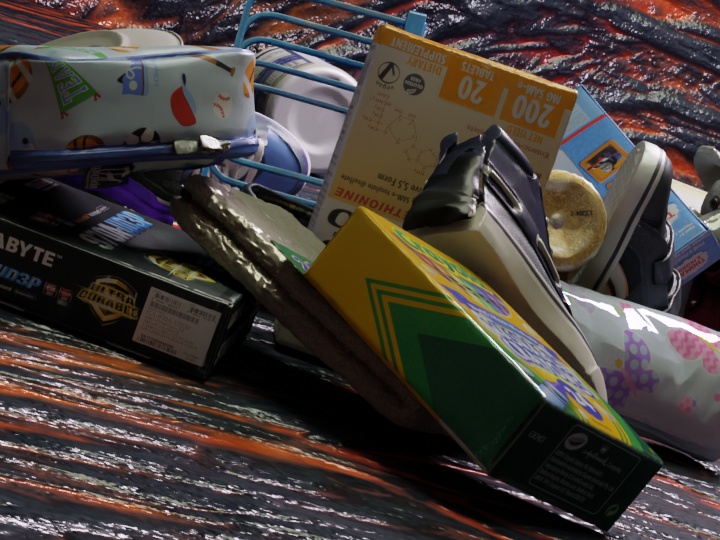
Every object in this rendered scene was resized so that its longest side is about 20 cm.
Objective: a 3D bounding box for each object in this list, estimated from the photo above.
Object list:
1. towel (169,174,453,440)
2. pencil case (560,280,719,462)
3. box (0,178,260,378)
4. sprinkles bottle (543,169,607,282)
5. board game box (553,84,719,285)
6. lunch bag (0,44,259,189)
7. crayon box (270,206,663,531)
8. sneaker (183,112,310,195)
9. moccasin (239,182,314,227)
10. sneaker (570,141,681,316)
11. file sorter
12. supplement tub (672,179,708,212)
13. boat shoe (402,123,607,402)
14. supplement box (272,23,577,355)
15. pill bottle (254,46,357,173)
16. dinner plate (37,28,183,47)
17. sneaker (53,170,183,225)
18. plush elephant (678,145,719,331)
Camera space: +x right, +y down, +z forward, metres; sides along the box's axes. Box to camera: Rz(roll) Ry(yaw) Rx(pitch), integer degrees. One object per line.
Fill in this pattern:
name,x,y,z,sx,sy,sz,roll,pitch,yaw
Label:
towel,-0.015,0.025,1.438,0.200,0.035,0.132,43,10,22
pencil case,0.159,0.061,1.660,0.199,0.083,0.091,16,44,-30
box,-0.138,0.000,1.453,0.158,0.046,0.200,21,7,3
sprinkles bottle,0.109,-0.006,1.735,0.068,0.069,0.200,19,-17,-4
board game box,0.150,-0.032,1.894,0.037,0.151,0.200,54,1,-42
lunch bag,-0.152,-0.086,1.444,0.160,0.076,0.200,-5,5,-39
crayon box,0.054,0.041,1.360,0.200,0.052,0.126,45,10,37
sneaker,-0.130,-0.090,2.086,0.199,0.081,0.147,22,15,-12
moccasin,0.000,0.000,1.687,0.199,0.068,0.081,15,32,-23
sneaker,0.181,0.005,1.740,0.079,0.201,0.079,21,38,-1
file sorter,-0.041,-0.093,1.805,0.122,0.139,0.200,15,-18,-3
supplement tub,0.260,0.006,2.123,0.199,0.146,0.145,23,7,21
boat shoe,0.095,0.007,1.507,0.074,0.093,0.200,-7,-48,28
supplement box,0.037,-0.034,1.570,0.125,0.201,0.074,18,3,-5
pill bottle,-0.069,-0.172,2.712,0.111,0.112,0.200,17,8,-20
dinner plate,-0.209,-0.114,1.686,0.199,0.024,0.200,-19,23,8
sneaker,-0.187,-0.082,1.716,0.200,0.100,0.069,25,7,34
plush elephant,0.264,0.001,1.935,0.199,0.156,0.164,-14,30,-38
